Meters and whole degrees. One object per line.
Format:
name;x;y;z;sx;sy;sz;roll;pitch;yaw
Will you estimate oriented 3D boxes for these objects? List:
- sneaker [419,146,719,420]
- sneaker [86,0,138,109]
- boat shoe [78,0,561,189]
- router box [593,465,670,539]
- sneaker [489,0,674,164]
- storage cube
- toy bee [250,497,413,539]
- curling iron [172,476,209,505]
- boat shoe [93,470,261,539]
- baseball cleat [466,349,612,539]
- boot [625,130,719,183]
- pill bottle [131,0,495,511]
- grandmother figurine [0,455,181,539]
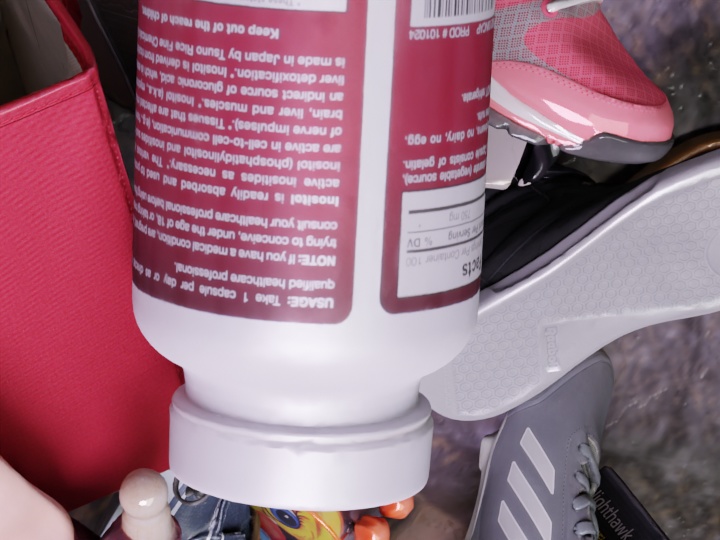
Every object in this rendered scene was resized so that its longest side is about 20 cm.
sneaker;0.105;-0.023;1.193;0.199;0.099;0.071;-28;123;17
sneaker;-0.039;-0.056;1.037;0.072;0.085;0.201;-3;118;20
boat shoe;-0.023;-0.075;1.116;0.199;0.093;0.075;18;91;-4
router box;0.100;0.193;1.253;0.149;0.200;0.051;-39;127;1
sneaker;0.043;-0.121;1.029;0.087;0.200;0.074;-51;165;26
storage cube;-0.177;-0.015;1.014;0.199;0.171;0.180;-23;134;-10
toy bee;-0.024;0.108;1.219;0.200;0.108;0.131;41;72;-53
curling iron;-0.127;0.049;1.101;0.026;0.199;0.050;-25;122;-63
boat shoe;-0.059;0.115;1.154;0.091;0.071;0.201;28;115;-6
baseball cleat;0.086;0.124;1.236;0.201;0.106;0.070;-65;151;-21
boot;0.198;0.004;1.234;0.199;0.155;0.074;-23;133;-9
pill bottle;-0.016;-0.033;0.934;0.112;0.113;0.201;-3;103;-26
grandmother figurine;-0.114;0.094;0.983;0.121;0.061;0.200;-14;144;21
